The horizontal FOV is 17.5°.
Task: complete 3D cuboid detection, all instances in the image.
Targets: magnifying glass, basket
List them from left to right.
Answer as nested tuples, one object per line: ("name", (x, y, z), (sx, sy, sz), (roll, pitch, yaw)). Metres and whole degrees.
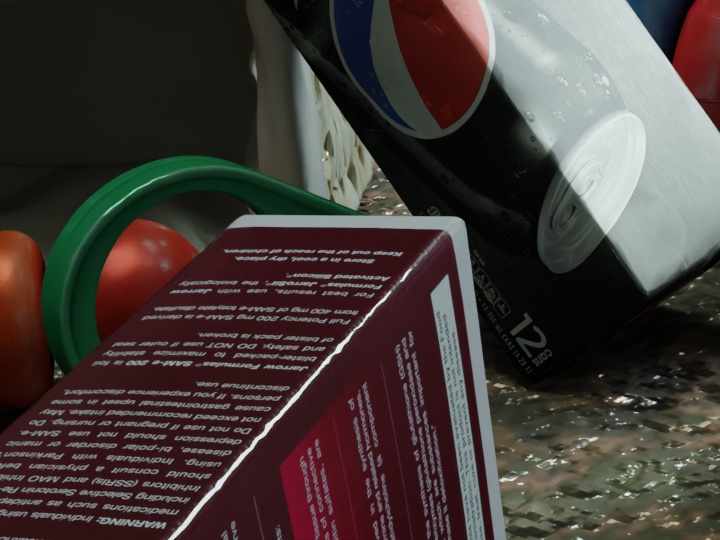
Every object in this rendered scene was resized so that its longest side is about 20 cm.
("basket", (-0.099, -0.063, 0.811), (0.199, 0.136, 0.123), (-3, 18, 17))
("magnifying glass", (0.000, 0.000, 0.706), (0.199, 0.080, 0.022), (-9, 16, -29))

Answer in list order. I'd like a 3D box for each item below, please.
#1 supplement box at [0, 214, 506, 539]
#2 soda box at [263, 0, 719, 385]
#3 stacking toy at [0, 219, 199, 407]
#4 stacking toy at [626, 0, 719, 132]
("supplement box", (-0.032, 0.074, 0.471), (0.061, 0.109, 0.200), (1, 23, 23))
("soda box", (0.030, -0.072, 0.692), (0.071, 0.200, 0.063), (-29, -9, -40))
("stacking toy", (-0.142, 0.017, 0.705), (0.199, 0.086, 0.085), (-6, 21, -3))
("stacking toy", (0.184, -0.047, 0.720), (0.110, 0.117, 0.200), (-29, 40, -35))
